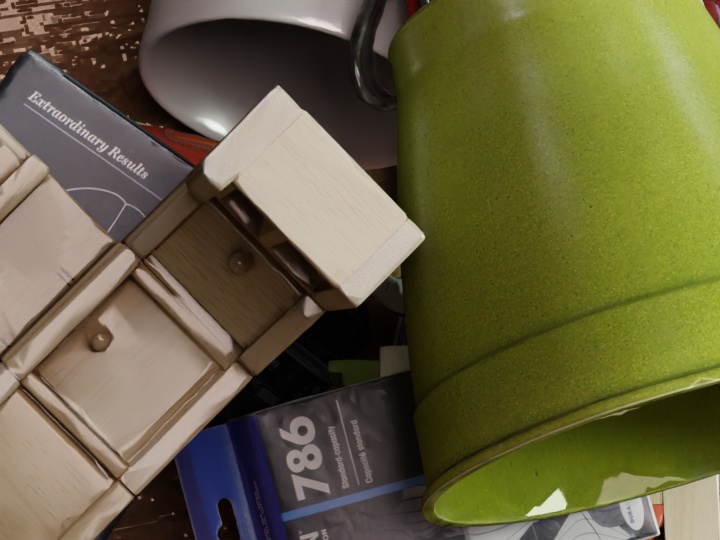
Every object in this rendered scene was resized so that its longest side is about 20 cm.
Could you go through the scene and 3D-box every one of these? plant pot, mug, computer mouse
[{"bbox_3d":[0.097,-0.020,1.191,0.199,0.200,0.194,-9,74,-20],"label":"plant pot"},{"bbox_3d":[0.008,-0.151,1.411,0.199,0.148,0.176,17,66,-12],"label":"mug"},{"bbox_3d":[0.000,0.000,1.382,0.200,0.034,0.059,-44,133,3],"label":"computer mouse"}]

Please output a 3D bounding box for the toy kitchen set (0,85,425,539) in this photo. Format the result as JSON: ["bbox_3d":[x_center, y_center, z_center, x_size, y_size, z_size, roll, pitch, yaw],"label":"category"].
[{"bbox_3d":[-0.111,0.002,1.162,0.163,0.180,0.200,45,84,-4],"label":"toy kitchen set"}]

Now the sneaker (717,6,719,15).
[{"bbox_3d":[0.160,-0.116,1.448,0.114,0.073,0.201,-10,64,-24],"label":"sneaker"}]

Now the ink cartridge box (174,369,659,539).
[{"bbox_3d":[0.022,0.094,1.286,0.199,0.039,0.100,-16,87,2],"label":"ink cartridge box"}]

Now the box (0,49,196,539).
[{"bbox_3d":[-0.143,0.029,1.301,0.148,0.107,0.200,35,85,-5],"label":"box"}]

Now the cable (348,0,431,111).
[{"bbox_3d":[0.031,-0.149,1.298,0.097,0.050,0.201,-14,90,17],"label":"cable"}]

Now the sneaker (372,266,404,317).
[{"bbox_3d":[0.093,0.013,1.376,0.199,0.088,0.076,-1,57,-17],"label":"sneaker"}]

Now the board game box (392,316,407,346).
[{"bbox_3d":[0.125,-0.005,1.463,0.199,0.041,0.200,17,70,-13],"label":"board game box"}]

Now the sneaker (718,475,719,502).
[{"bbox_3d":[0.207,0.048,1.410,0.115,0.076,0.201,23,71,-13],"label":"sneaker"}]

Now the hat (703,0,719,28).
[{"bbox_3d":[0.138,-0.164,1.333,0.200,0.176,0.167,11,74,-48],"label":"hat"}]

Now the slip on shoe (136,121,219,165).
[{"bbox_3d":[-0.083,-0.036,1.394,0.199,0.061,0.074,9,73,-14],"label":"slip on shoe"}]

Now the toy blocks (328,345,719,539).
[{"bbox_3d":[0.085,0.104,1.338,0.199,0.100,0.137,-1,75,3],"label":"toy blocks"}]
